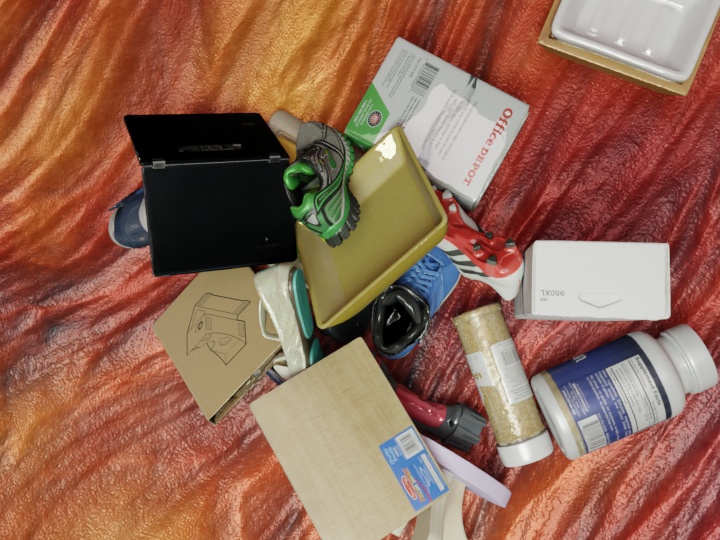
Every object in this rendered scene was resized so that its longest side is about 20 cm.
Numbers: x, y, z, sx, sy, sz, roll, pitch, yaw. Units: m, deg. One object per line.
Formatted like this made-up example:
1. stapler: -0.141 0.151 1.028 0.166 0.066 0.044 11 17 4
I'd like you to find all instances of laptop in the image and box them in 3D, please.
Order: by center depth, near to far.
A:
1. laptop: -0.194 -0.108 0.893 0.186 0.117 0.200 -7 40 -26

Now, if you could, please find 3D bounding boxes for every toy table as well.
1. toy table: 0.075 0.276 0.846 0.199 0.184 0.118 28 75 4

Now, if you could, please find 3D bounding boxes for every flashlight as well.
1. flashlight: 0.065 0.163 0.874 0.199 0.068 0.068 26 89 -9

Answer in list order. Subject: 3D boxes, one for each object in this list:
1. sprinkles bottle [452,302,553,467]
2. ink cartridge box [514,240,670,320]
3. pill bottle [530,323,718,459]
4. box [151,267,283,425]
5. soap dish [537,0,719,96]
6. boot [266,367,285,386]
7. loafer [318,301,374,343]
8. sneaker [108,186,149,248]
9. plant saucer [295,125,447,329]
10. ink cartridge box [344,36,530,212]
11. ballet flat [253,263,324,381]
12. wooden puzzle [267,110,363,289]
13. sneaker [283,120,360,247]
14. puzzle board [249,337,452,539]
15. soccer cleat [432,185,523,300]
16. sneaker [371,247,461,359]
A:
1. sprinkles bottle: 0.182 0.145 0.887 0.068 0.068 0.201 -19 83 5
2. ink cartridge box: 0.264 0.017 0.820 0.143 0.200 0.085 1 86 7
3. pill bottle: 0.322 0.143 0.847 0.199 0.111 0.112 -25 83 4
4. box: -0.183 0.078 0.913 0.164 0.021 0.200 -46 51 1
5. soap dish: 0.351 -0.327 0.898 0.199 0.081 0.158 23 88 9
6. boot: -0.042 0.166 0.902 0.199 0.090 0.073 30 89 9
7. loafer: 0.000 0.000 0.922 0.073 0.072 0.201 41 71 -27
8. sneaker: -0.268 -0.107 0.962 0.081 0.146 0.200 54 49 -23
9. plant saucer: 0.015 -0.048 0.839 0.200 0.048 0.201 -41 41 21
10. ink cartridge box: 0.102 -0.190 0.917 0.199 0.083 0.147 31 90 9
11. ballet flat: -0.081 0.087 0.823 0.062 0.067 0.202 -8 106 13
12. wooden puzzle: -0.089 -0.100 0.958 0.184 0.037 0.201 30 89 9
13. sneaker: -0.054 -0.126 0.861 0.078 0.085 0.201 -37 42 23
14. puzzle board: -0.012 0.198 0.773 0.150 0.017 0.201 -30 79 -11
15. soccer cleat: 0.126 -0.035 0.863 0.068 0.085 0.200 -37 47 -15
16. sneaker: 0.076 0.023 0.888 0.076 0.111 0.201 31 89 9
